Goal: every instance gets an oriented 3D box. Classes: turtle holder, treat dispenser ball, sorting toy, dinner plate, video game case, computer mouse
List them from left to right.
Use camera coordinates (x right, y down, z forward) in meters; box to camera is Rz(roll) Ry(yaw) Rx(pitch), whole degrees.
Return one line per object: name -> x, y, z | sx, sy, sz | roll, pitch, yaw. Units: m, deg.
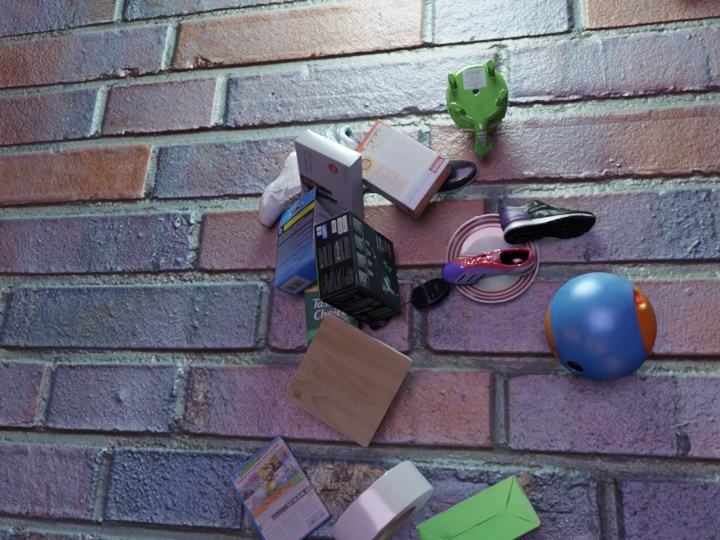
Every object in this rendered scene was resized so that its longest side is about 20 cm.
video game case -> -0.170, 0.469, 1.441 | 0.143, 0.018, 0.200 | -38, 67, 0
sorting toy -> -0.021, 0.219, 1.423 | 0.199, 0.070, 0.200 | 29, 96, 10
computer mouse -> 0.107, 0.077, 1.499 | 0.199, 0.034, 0.059 | -28, 51, 12
turtle holder -> 0.272, -0.361, 1.549 | 0.140, 0.132, 0.186 | -34, 67, 0
dinner plate -> 0.283, -0.025, 1.489 | 0.198, 0.024, 0.202 | -5, 71, 14
treat dispenser ball -> 0.449, 0.105, 1.302 | 0.199, 0.201, 0.203 | -5, 70, 13

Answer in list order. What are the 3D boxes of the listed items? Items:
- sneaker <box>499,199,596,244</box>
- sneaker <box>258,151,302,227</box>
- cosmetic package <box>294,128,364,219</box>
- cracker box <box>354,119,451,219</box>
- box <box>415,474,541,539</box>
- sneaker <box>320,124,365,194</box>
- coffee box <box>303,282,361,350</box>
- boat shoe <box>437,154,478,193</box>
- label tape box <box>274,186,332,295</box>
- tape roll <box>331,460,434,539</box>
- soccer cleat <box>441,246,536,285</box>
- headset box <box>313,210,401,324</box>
sneaker -> 0.392, -0.118, 1.457 | 0.198, 0.076, 0.088 | -5, 55, -3
sneaker -> -0.171, -0.186, 1.638 | 0.080, 0.070, 0.201 | 26, 79, 22
cosmetic package -> -0.066, -0.200, 1.544 | 0.150, 0.201, 0.052 | 26, 58, 21
cracker box -> 0.081, -0.224, 1.522 | 0.199, 0.058, 0.134 | 35, 83, 21
box -> 0.220, 0.465, 1.252 | 0.199, 0.177, 0.097 | -29, 66, 4
sneaker -> -0.024, -0.264, 1.624 | 0.086, 0.078, 0.201 | -26, 67, 1
coffee box -> -0.059, 0.119, 1.517 | 0.122, 0.044, 0.202 | -9, 70, 12
boat shoe -> 0.164, -0.217, 1.564 | 0.198, 0.062, 0.076 | -5, 70, 13
label tape box -> -0.123, -0.065, 1.546 | 0.143, 0.066, 0.201 | -34, 42, 38
tape roll -> 0.042, 0.451, 1.293 | 0.202, 0.203, 0.071 | -44, 67, -3
soccer cleat -> 0.263, -0.015, 1.438 | 0.198, 0.073, 0.069 | -8, 70, 12
headset box -> 0.000, 0.000, 1.457 | 0.092, 0.200, 0.176 | -20, 62, 27
